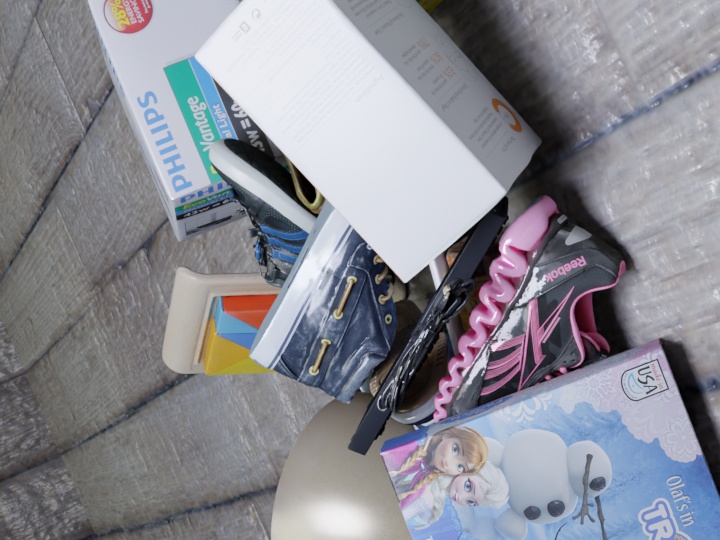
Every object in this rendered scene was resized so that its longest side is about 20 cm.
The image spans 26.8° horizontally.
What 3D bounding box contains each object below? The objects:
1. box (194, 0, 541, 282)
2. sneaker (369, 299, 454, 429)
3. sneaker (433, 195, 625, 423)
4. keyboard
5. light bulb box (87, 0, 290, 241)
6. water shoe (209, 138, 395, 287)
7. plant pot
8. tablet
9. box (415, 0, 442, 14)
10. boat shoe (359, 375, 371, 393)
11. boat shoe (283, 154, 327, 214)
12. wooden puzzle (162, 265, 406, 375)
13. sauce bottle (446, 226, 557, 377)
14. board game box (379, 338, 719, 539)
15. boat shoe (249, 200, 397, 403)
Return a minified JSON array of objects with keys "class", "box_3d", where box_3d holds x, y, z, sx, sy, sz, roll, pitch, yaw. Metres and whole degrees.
[{"class":"box","box_3d":[0.010,-0.112,0.990,0.200,0.124,0.097,47,116,-3]},{"class":"sneaker","box_3d":[0.058,0.099,1.189,0.109,0.070,0.200,57,-176,-17]},{"class":"sneaker","box_3d":[0.117,0.053,1.025,0.095,0.079,0.201,26,118,10]},{"class":"keyboard","box_3d":[0.046,0.042,1.019,0.021,0.127,0.201,29,111,2]},{"class":"light bulb box","box_3d":[-0.144,-0.151,1.332,0.200,0.124,0.199,123,124,-80]},{"class":"water shoe","box_3d":[-0.059,-0.023,1.224,0.200,0.079,0.072,40,-167,-25]},{"class":"plant pot","box_3d":[0.037,0.213,1.288,0.134,0.200,0.201,8,121,37]},{"class":"tablet","box_3d":[0.053,-0.036,1.146,0.130,0.014,0.201,-82,-23,-74]},{"class":"box","box_3d":[0.010,-0.229,1.091,0.118,0.048,0.200,65,155,4]},{"class":"boat shoe","box_3d":[-0.022,0.183,1.393,0.073,0.062,0.201,26,101,25]},{"class":"boat shoe","box_3d":[-0.038,-0.139,1.204,0.072,0.068,0.201,-37,66,43]},{"class":"wooden puzzle","box_3d":[-0.072,0.054,1.356,0.185,0.199,0.037,112,158,-59]},{"class":"sauce bottle","box_3d":[0.117,0.070,1.111,0.066,0.066,0.201,10,121,63]},{"class":"board game box","box_3d":[0.140,0.174,0.997,0.043,0.198,0.201,-42,-70,-81]},{"class":"boat shoe","box_3d":[0.000,0.000,1.143,0.201,0.091,0.071,-61,9,13]}]
